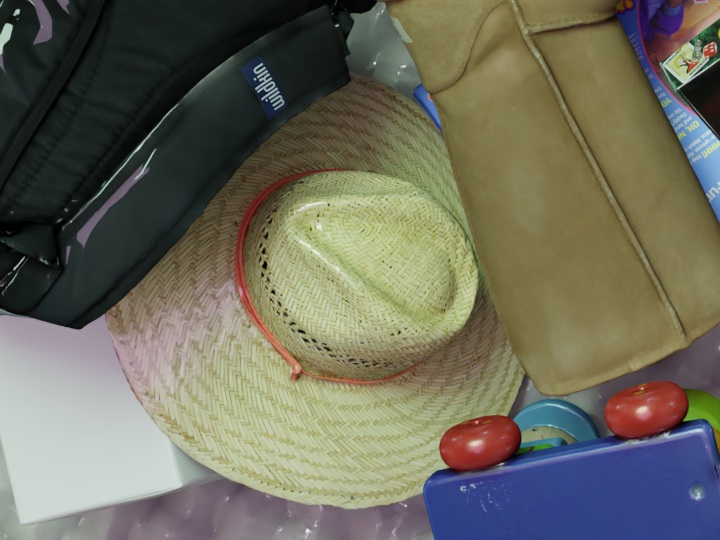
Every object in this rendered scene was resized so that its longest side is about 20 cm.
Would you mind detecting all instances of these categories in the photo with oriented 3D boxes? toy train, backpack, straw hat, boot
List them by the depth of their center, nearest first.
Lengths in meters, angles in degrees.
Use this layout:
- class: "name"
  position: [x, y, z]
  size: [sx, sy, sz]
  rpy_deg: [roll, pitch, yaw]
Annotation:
- class: "backpack"
  position: [-0.111, -0.074, 0.940]
  size: [0.166, 0.126, 0.201]
  rpy_deg: [34, 80, -18]
- class: "boot"
  position: [0.108, -0.070, 0.947]
  size: [0.174, 0.066, 0.201]
  rpy_deg: [-22, 114, 11]
- class: "toy train"
  position: [0.134, 0.078, 0.990]
  size: [0.199, 0.116, 0.085]
  rpy_deg: [-13, 98, 18]
- class: "straw hat"
  position: [0.000, 0.000, 0.995]
  size: [0.200, 0.085, 0.203]
  rpy_deg: [3, 81, -21]

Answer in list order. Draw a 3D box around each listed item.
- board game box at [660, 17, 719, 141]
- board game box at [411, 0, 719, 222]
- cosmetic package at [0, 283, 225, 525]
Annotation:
- class: "board game box"
  position: [0.206, -0.052, 0.942]
  size: [0.105, 0.200, 0.024]
  rpy_deg: [-38, 44, 11]
- class: "board game box"
  position: [0.141, -0.082, 1.026]
  size: [0.200, 0.045, 0.135]
  rpy_deg: [-37, 81, 13]
- class: "cosmetic package"
  position: [-0.115, 0.002, 1.065]
  size: [0.084, 0.108, 0.201]
  rpy_deg: [-16, 87, 20]
